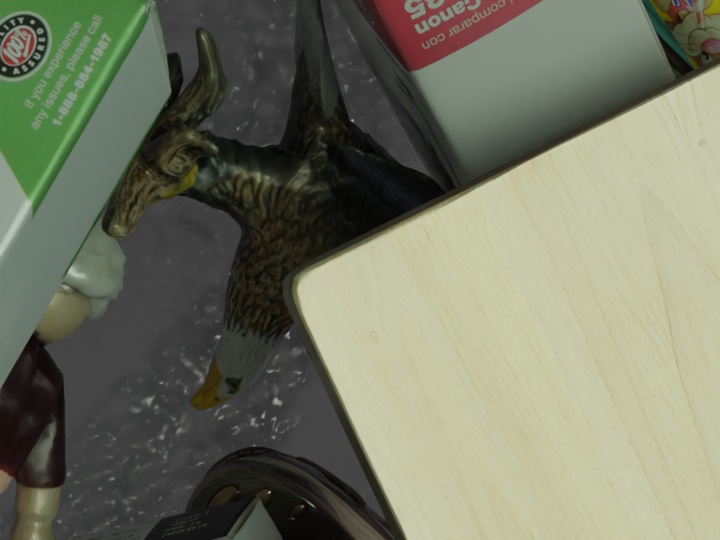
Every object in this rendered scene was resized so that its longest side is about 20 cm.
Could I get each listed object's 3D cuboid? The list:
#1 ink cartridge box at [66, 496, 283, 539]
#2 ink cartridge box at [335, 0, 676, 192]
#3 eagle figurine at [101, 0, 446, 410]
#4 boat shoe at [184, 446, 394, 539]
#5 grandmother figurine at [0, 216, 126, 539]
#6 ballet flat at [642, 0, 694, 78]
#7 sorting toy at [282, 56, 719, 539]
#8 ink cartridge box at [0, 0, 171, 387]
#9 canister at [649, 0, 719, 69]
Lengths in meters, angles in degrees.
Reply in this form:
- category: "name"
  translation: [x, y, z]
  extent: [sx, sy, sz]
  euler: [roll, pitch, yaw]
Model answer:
- category: "ink cartridge box"
  translation: [-0.034, 0.178, 0.930]
  extent: [0.201, 0.094, 0.037]
  euler: [63, 34, -18]
- category: "ink cartridge box"
  translation: [0.048, -0.082, 0.891]
  extent: [0.083, 0.147, 0.200]
  euler: [-31, 128, -1]
- category: "eagle figurine"
  translation: [-0.004, 0.005, 0.927]
  extent: [0.199, 0.151, 0.152]
  euler: [31, 50, -13]
- category: "boat shoe"
  translation: [0.018, 0.137, 0.960]
  extent: [0.074, 0.073, 0.200]
  euler: [-38, 101, 16]
- category: "grandmother figurine"
  translation: [-0.143, 0.061, 0.895]
  extent: [0.201, 0.060, 0.121]
  euler: [-63, 153, -16]
- category: "ballet flat"
  translation: [0.151, -0.063, 0.988]
  extent: [0.074, 0.074, 0.200]
  euler: [-40, 100, -21]
- category: "sorting toy"
  translation: [0.098, 0.049, 0.815]
  extent: [0.198, 0.070, 0.201]
  euler: [-26, 96, -11]
- category: "ink cartridge box"
  translation: [-0.182, -0.057, 0.809]
  extent: [0.199, 0.084, 0.147]
  euler: [28, 77, 8]
- category: "canister"
  translation: [0.162, -0.124, 0.876]
  extent: [0.148, 0.087, 0.200]
  euler: [-30, 110, 19]
